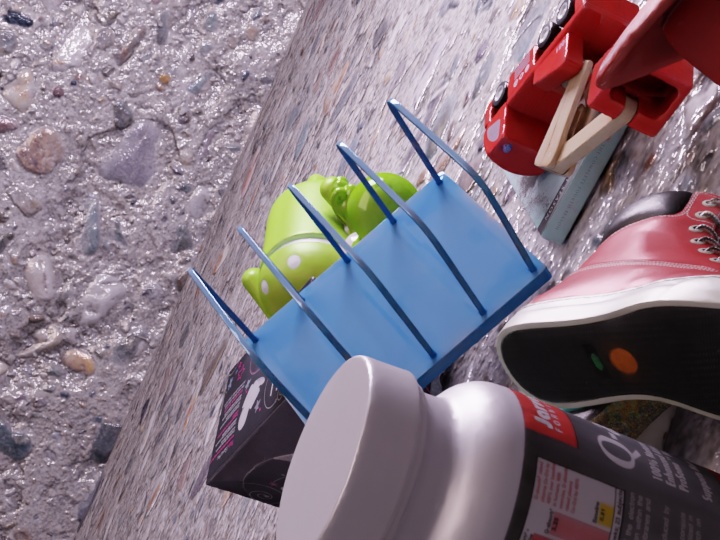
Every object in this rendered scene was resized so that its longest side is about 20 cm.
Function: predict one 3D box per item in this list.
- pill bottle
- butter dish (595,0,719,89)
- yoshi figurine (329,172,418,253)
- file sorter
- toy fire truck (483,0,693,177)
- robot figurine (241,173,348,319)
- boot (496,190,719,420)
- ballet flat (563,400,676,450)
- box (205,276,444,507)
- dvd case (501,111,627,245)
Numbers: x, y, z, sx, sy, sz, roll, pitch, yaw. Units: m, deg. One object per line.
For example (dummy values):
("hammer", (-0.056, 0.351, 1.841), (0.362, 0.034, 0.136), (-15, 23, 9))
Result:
("pill bottle", (0.072, 0.116, 0.590), (0.116, 0.199, 0.116), (-59, 16, 29))
("butter dish", (0.225, -0.111, 0.516), (0.200, 0.148, 0.200), (-25, -18, -38))
("yoshi figurine", (0.027, -0.040, 1.154), (0.112, 0.112, 0.200), (-28, 5, 9))
("file sorter", (0.000, 0.000, 0.960), (0.200, 0.123, 0.139), (-41, 46, -2))
("toy fire truck", (0.143, -0.112, 0.919), (0.200, 0.049, 0.142), (-52, 22, 48))
("robot figurine", (-0.044, -0.014, 1.427), (0.175, 0.115, 0.200), (-44, 24, 31))
("boot", (0.176, 0.003, 0.658), (0.144, 0.073, 0.200), (-42, 24, -32))
("ballet flat", (0.118, 0.094, 0.710), (0.200, 0.071, 0.071), (-40, 1, -26))
("box", (-0.029, 0.116, 1.129), (0.200, 0.132, 0.115), (133, 153, -54))
("dvd case", (0.155, -0.119, 1.028), (0.146, 0.022, 0.200), (-63, 16, 19))
